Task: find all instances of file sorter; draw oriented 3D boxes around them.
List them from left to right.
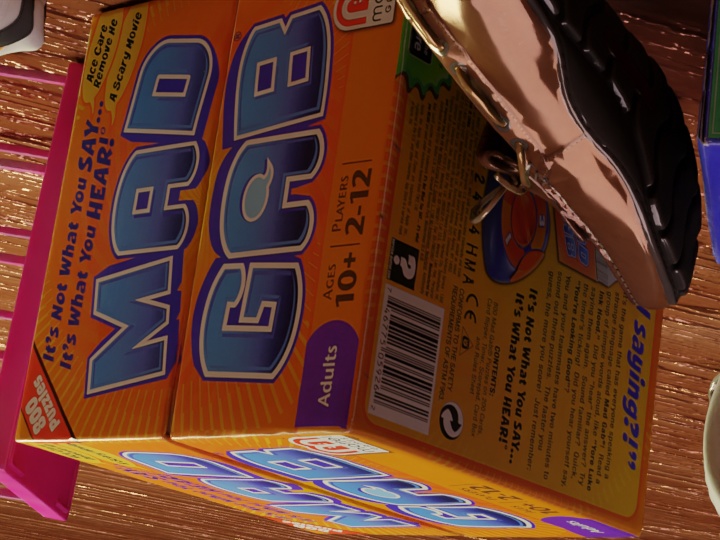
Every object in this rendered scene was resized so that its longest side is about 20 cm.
[{"bbox_3d":[-0.200,0.006,1.057,0.124,0.202,0.139,9,165,6],"label":"file sorter"}]

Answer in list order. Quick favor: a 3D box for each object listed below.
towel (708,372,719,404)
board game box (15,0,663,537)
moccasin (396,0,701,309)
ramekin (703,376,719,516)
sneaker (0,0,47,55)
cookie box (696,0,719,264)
[{"bbox_3d":[0.324,0.076,1.349,0.131,0.035,0.200,12,164,-14],"label":"towel"},{"bbox_3d":[0.000,0.000,0.929,0.199,0.202,0.199,-6,159,42],"label":"board game box"},{"bbox_3d":[0.073,-0.059,0.815,0.077,0.074,0.202,-13,136,33],"label":"moccasin"},{"bbox_3d":[0.277,0.091,1.144,0.094,0.204,0.201,33,153,-33],"label":"ramekin"},{"bbox_3d":[-0.213,-0.100,0.923,0.080,0.075,0.199,19,161,-40],"label":"sneaker"},{"bbox_3d":[0.242,-0.053,0.856,0.198,0.076,0.171,3,165,12],"label":"cookie box"}]
